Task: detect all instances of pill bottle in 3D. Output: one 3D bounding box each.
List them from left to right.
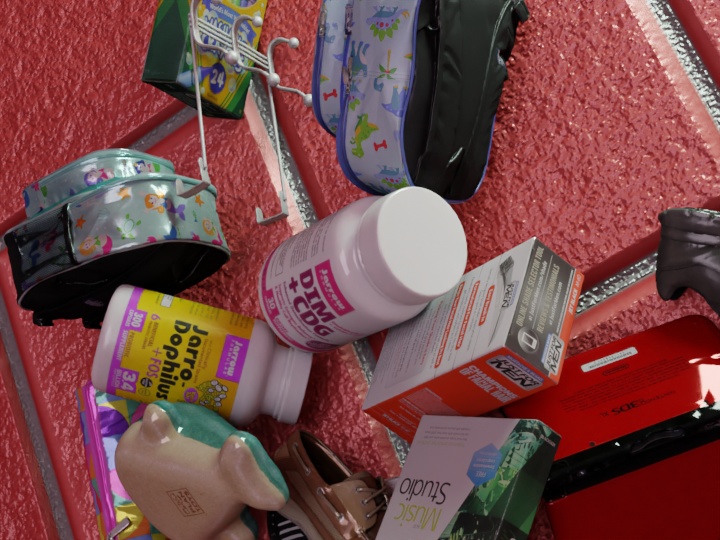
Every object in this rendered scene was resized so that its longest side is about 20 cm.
[{"bbox_3d":[-0.148,0.087,1.167,0.197,0.104,0.106,15,86,-5],"label":"pill bottle"},{"bbox_3d":[0.000,0.000,1.094,0.199,0.112,0.115,-26,65,54],"label":"pill bottle"}]

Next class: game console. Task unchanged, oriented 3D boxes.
[{"bbox_3d":[0.233,0.155,1.004,0.197,0.120,0.173,-19,39,-5],"label":"game console"}]

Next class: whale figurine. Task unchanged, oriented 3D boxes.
[{"bbox_3d":[-0.129,0.170,1.079,0.199,0.104,0.160,-19,110,49],"label":"whale figurine"}]

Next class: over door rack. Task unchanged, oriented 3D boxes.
[{"bbox_3d":[-0.109,-0.158,1.210,0.066,0.147,0.203,-5,77,31],"label":"over door rack"}]

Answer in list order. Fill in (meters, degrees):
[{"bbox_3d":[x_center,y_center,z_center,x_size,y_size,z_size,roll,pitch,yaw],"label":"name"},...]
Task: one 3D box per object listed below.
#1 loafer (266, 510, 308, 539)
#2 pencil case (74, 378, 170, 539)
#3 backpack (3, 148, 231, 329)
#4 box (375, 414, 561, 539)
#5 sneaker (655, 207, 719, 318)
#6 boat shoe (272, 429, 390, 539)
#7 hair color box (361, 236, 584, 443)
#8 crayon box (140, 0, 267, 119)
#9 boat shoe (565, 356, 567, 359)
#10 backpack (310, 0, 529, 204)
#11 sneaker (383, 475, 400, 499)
[{"bbox_3d":[-0.036,0.276,1.128,0.072,0.071,0.202,-18,53,1],"label":"loafer"},{"bbox_3d":[-0.236,0.201,1.236,0.087,0.088,0.203,-22,69,21],"label":"pencil case"},{"bbox_3d":[-0.235,-0.036,1.230,0.198,0.177,0.153,-17,75,29],"label":"backpack"},{"bbox_3d":[0.067,0.211,0.953,0.144,0.036,0.202,-8,55,55],"label":"box"},{"bbox_3d":[0.335,0.006,1.002,0.198,0.076,0.092,14,96,35],"label":"sneaker"},{"bbox_3d":[-0.007,0.210,1.062,0.199,0.075,0.073,34,103,29],"label":"boat shoe"},{"bbox_3d":[0.092,0.064,1.039,0.199,0.064,0.112,-32,30,51],"label":"hair color box"},{"bbox_3d":[-0.152,-0.272,1.265,0.051,0.125,0.203,8,83,27],"label":"crayon box"},{"bbox_3d":[0.171,0.112,1.075,0.062,0.073,0.202,-8,64,-19],"label":"boat shoe"},{"bbox_3d":[0.046,-0.165,1.116,0.145,0.182,0.203,7,90,36],"label":"backpack"},{"bbox_3d":[0.081,0.230,1.081,0.199,0.072,0.116,-21,74,35],"label":"sneaker"}]
